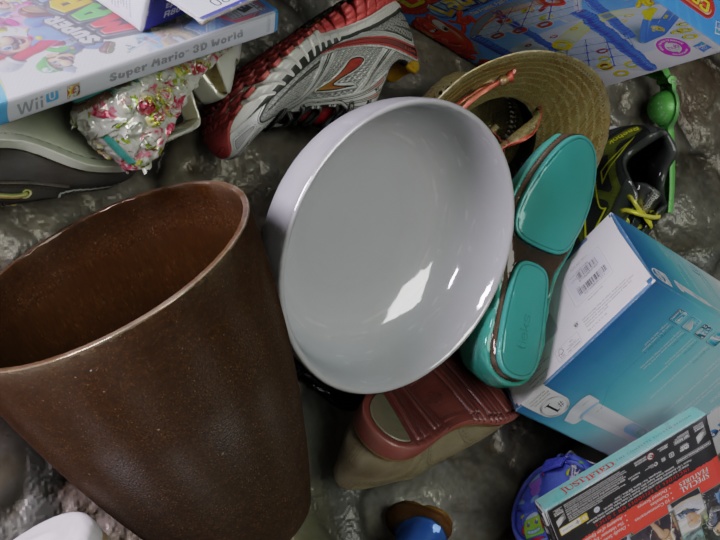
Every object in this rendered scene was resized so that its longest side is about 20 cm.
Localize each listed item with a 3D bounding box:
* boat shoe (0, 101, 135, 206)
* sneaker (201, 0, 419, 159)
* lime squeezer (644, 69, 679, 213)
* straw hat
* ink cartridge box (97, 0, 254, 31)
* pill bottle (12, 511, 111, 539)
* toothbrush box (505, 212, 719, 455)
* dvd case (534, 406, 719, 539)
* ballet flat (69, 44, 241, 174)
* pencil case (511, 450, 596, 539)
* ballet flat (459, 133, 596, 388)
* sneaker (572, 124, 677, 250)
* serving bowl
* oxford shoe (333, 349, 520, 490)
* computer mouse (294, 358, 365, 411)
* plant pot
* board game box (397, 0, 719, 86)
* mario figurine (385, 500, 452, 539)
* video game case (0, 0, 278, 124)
[{"bbox_3d":[-0.218,-0.073,0.767,0.201,0.061,0.072,3,44,-49],"label":"boat shoe"},{"bbox_3d":[-0.027,-0.131,0.898,0.200,0.078,0.082,-39,105,-32],"label":"sneaker"},{"bbox_3d":[0.251,-0.151,1.120,0.071,0.038,0.200,-40,107,-32],"label":"lime squeezer"},{"bbox_3d":[0.086,-0.104,0.963,0.201,0.085,0.201,-21,137,-22],"label":"straw hat"},{"bbox_3d":[-0.091,-0.217,0.814,0.196,0.200,0.043,-31,145,-34],"label":"ink cartridge box"},{"bbox_3d":[-0.145,0.249,0.739,0.111,0.111,0.200,-43,107,-31],"label":"pill bottle"},{"bbox_3d":[0.221,0.067,0.982,0.200,0.146,0.085,27,27,-32],"label":"toothbrush box"},{"bbox_3d":[0.221,0.218,0.963,0.146,0.022,0.200,-29,115,-12],"label":"dvd case"},{"bbox_3d":[-0.119,-0.125,0.824,0.064,0.076,0.200,59,38,-21],"label":"ballet flat"},{"bbox_3d":[0.211,0.209,1.013,0.200,0.078,0.087,28,66,-29],"label":"pencil case"},{"bbox_3d":[0.115,-0.011,0.939,0.067,0.070,0.200,26,74,-29],"label":"ballet flat"},{"bbox_3d":[0.200,-0.038,1.038,0.074,0.085,0.200,27,69,-28],"label":"sneaker"},{"bbox_3d":[0.010,-0.022,0.848,0.200,0.066,0.200,-16,117,-35],"label":"serving bowl"},{"bbox_3d":[0.051,0.108,0.935,0.200,0.075,0.070,-9,53,-48],"label":"oxford shoe"},{"bbox_3d":[0.000,0.000,0.916,0.140,0.046,0.200,35,65,-24],"label":"computer mouse"},{"bbox_3d":[-0.112,0.080,0.763,0.187,0.187,0.200,-42,121,-32],"label":"plant pot"},{"bbox_3d":[0.138,-0.209,0.951,0.196,0.200,0.056,25,71,-29],"label":"board game box"},{"bbox_3d":[-0.006,0.250,0.874,0.123,0.106,0.200,34,47,14],"label":"mario figurine"},{"bbox_3d":[-0.172,-0.156,0.777,0.200,0.143,0.018,-27,141,-34],"label":"video game case"}]
